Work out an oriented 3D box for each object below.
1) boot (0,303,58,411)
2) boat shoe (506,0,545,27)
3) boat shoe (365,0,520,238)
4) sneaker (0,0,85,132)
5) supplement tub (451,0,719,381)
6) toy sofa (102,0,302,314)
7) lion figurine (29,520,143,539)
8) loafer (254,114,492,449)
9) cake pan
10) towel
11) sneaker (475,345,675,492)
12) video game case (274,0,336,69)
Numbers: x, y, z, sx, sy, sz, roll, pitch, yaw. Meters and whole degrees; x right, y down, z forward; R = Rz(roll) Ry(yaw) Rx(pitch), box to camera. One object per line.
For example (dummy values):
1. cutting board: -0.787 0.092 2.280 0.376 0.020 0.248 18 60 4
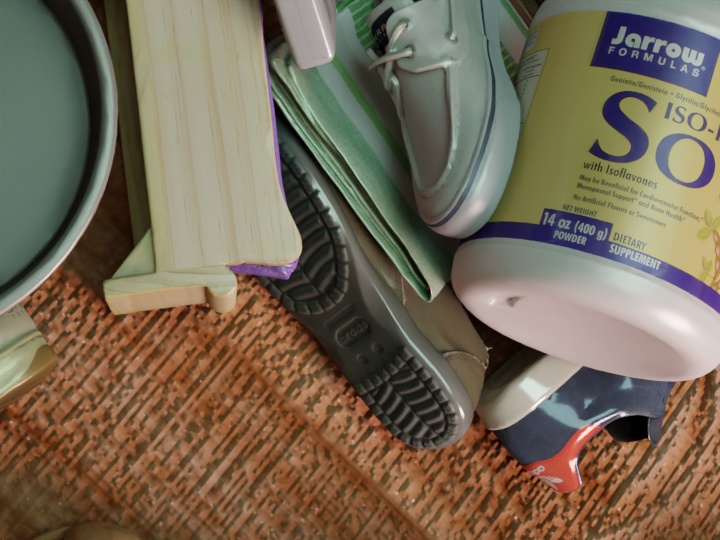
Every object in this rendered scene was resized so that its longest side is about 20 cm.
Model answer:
1. boot: -0.260 0.032 0.790 0.199 0.073 0.156 -32 88 -13
2. boat shoe: 0.147 -0.140 1.001 0.072 0.072 0.200 -43 99 -12
3. boat shoe: 0.033 -0.109 0.878 0.070 0.071 0.201 20 55 -28
4. sneaker: -0.196 -0.133 0.827 0.070 0.078 0.200 -36 85 -35
5. supplement tub: 0.140 -0.059 0.885 0.145 0.145 0.201 23 76 -20
6. toy sofa: -0.089 -0.080 0.869 0.097 0.083 0.201 -7 84 -7
7. lion figurine: -0.097 0.168 0.841 0.200 0.072 0.123 39 34 -8
8. loafer: 0.000 0.000 0.924 0.201 0.075 0.070 57 41 -7
9. cake pan: -0.205 -0.065 0.756 0.199 0.037 0.202 1 83 -5
10. towel: 0.041 -0.096 0.940 0.153 0.023 0.200 53 43 -9
11. sneaker: 0.158 0.047 0.983 0.200 0.075 0.085 -39 97 -15
12. video game case: -0.048 -0.224 0.847 0.024 0.182 0.201 -14 120 8
